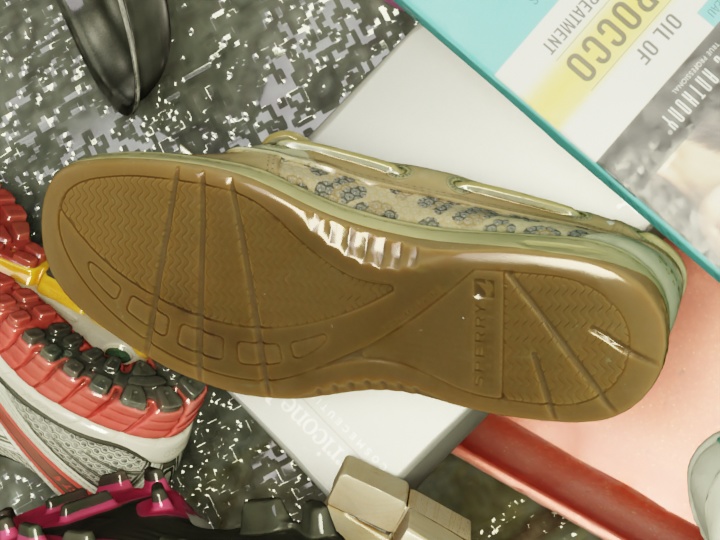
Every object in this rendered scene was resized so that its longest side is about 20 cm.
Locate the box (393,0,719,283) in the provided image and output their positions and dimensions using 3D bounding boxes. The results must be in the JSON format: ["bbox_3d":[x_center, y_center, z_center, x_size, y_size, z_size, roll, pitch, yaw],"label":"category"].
[{"bbox_3d":[0.087,-0.069,0.742,0.200,0.049,0.082,42,94,13],"label":"box"}]

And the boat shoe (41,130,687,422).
[{"bbox_3d":[0.000,0.000,0.758,0.200,0.063,0.073,14,116,12],"label":"boat shoe"}]

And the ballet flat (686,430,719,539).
[{"bbox_3d":[0.159,0.129,0.811,0.069,0.069,0.200,-22,118,9],"label":"ballet flat"}]

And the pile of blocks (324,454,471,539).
[{"bbox_3d":[0.024,0.159,0.762,0.082,0.062,0.200,-23,98,7],"label":"pile of blocks"}]

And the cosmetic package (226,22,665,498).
[{"bbox_3d":[0.037,-0.020,0.818,0.107,0.090,0.200,43,92,8],"label":"cosmetic package"}]

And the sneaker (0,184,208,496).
[{"bbox_3d":[-0.145,0.024,0.890,0.200,0.078,0.082,35,127,27],"label":"sneaker"}]

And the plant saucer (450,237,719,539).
[{"bbox_3d":[0.096,-0.015,0.867,0.200,0.037,0.200,29,92,12],"label":"plant saucer"}]

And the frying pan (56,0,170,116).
[{"bbox_3d":[-0.112,-0.129,0.911,0.031,0.190,0.115,-21,125,-14],"label":"frying pan"}]

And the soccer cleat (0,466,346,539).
[{"bbox_3d":[-0.060,0.114,0.767,0.070,0.200,0.086,-18,99,-28],"label":"soccer cleat"}]

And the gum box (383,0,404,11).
[{"bbox_3d":[0.010,-0.211,0.884,0.113,0.066,0.200,29,91,11],"label":"gum box"}]
